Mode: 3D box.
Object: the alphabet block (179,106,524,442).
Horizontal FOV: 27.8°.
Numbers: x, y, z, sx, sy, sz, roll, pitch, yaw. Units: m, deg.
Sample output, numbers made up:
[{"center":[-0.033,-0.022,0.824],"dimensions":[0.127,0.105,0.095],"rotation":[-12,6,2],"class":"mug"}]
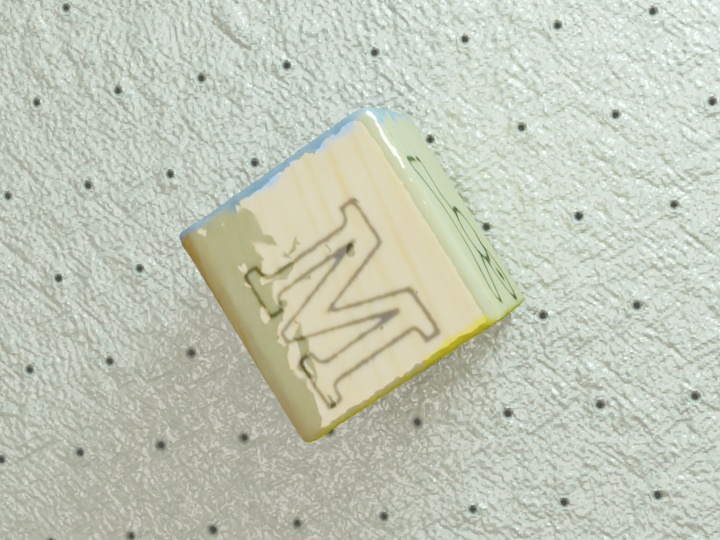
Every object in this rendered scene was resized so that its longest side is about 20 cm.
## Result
[{"center":[0.000,0.000,1.229],"dimensions":[0.196,0.195,0.201],"rotation":[-33,85,14],"class":"alphabet block"}]
